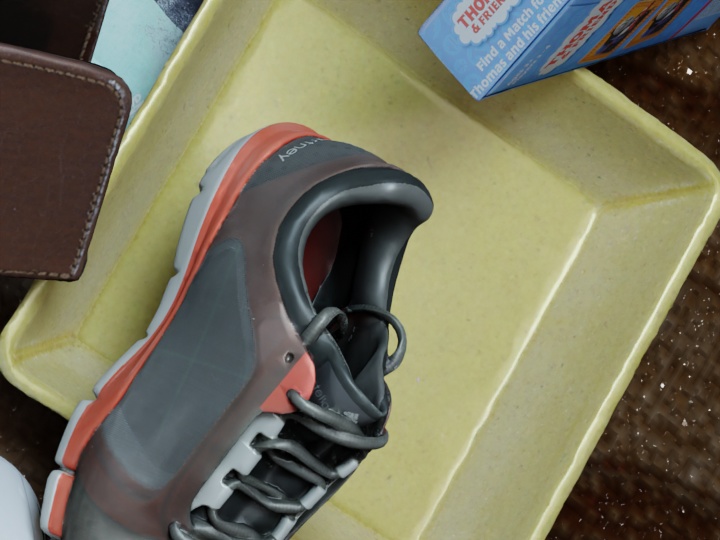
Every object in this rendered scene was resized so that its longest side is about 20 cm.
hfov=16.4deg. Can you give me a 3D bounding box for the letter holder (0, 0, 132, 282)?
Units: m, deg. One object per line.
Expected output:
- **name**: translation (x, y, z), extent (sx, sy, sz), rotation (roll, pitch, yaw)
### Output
- **letter holder**: translation (-0.170, -0.087, 0.735), extent (0.199, 0.143, 0.101), rotation (4, 40, -24)

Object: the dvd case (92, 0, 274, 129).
- **dvd case**: translation (-0.100, -0.164, 0.862), extent (0.146, 0.022, 0.200), rotation (-44, 100, -23)

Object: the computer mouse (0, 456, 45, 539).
- **computer mouse**: translation (-0.133, 0.150, 0.752), extent (0.109, 0.044, 0.201), rotation (8, 79, -23)

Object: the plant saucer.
- **plant saucer**: translation (0.000, 0.000, 0.859), extent (0.199, 0.048, 0.201), rotation (34, 77, -16)

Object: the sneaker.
- **sneaker**: translation (-0.034, 0.049, 0.765), extent (0.077, 0.082, 0.201), rotation (26, 79, -43)

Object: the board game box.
- **board game box**: translation (0.119, -0.133, 0.840), extent (0.037, 0.151, 0.200), rotation (48, 29, 11)
